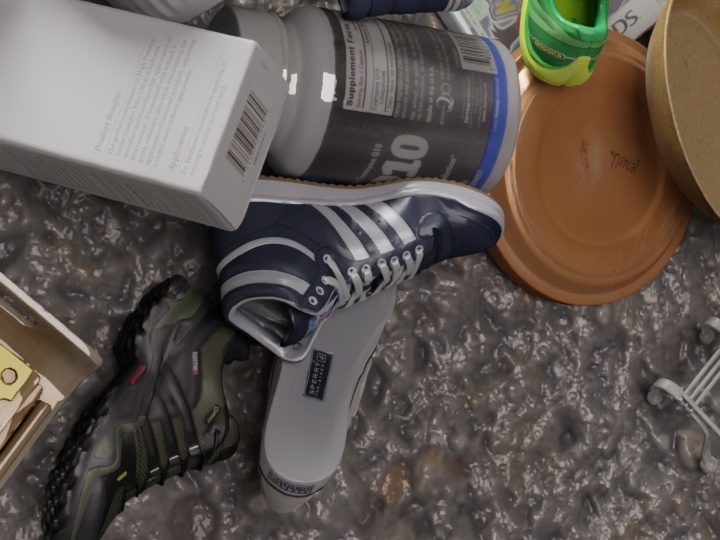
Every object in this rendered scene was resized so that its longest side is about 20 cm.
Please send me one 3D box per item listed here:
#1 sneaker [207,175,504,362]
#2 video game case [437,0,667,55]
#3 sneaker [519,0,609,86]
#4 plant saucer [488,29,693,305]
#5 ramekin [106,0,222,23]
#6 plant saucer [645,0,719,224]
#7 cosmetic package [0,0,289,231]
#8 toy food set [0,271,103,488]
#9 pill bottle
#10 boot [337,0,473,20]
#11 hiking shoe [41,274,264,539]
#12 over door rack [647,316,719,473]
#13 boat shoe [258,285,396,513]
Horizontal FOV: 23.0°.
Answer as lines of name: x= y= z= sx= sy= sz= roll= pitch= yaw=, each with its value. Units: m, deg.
sneaker: x=0.000 y=0.000 z=1.138 sx=0.198 sy=0.070 sz=0.109 roll=2 pitch=55 yaw=-10
video game case: x=0.126 y=-0.233 z=1.290 sx=0.182 sy=0.023 sz=0.201 roll=-39 pitch=102 yaw=-22
sneaker: x=0.142 y=-0.230 z=1.229 sx=0.073 sy=0.084 sz=0.202 roll=-3 pitch=72 yaw=-23
plant saucer: x=0.167 y=-0.075 z=1.276 sx=0.199 sy=0.032 sz=0.203 roll=-2 pitch=94 yaw=-30
ramekin: x=-0.101 y=-0.238 z=1.099 sx=0.203 sy=0.202 sz=0.094 roll=-49 pitch=116 yaw=-19
plant saucer: x=0.259 y=-0.120 z=1.301 sx=0.199 sy=0.035 sz=0.202 roll=18 pitch=67 yaw=-49
cosmetic package: x=-0.155 y=-0.101 z=1.068 sx=0.198 sy=0.074 sz=0.103 roll=16 pitch=77 yaw=20
toy food set: x=-0.266 y=0.090 z=1.065 sx=0.143 sy=0.060 sz=0.201 roll=40 pitch=72 yaw=-16
pill bottle: x=-0.004 y=-0.112 z=1.171 sx=0.198 sy=0.114 sz=0.115 roll=6 pitch=83 yaw=-23
boot: x=0.013 y=-0.262 z=1.137 sx=0.089 sy=0.073 sz=0.202 roll=-10 pitch=81 yaw=-19
hiking shoe: x=-0.126 y=0.107 z=1.118 sx=0.100 sy=0.076 sz=0.201 roll=30 pitch=74 yaw=-16
over door rack: x=0.328 y=0.109 z=1.321 sx=0.200 sy=0.067 sz=0.148 roll=42 pitch=70 yaw=6
boat shoe: x=-0.026 y=0.068 z=1.172 sx=0.071 sy=0.066 sz=0.202 roll=16 pitch=56 yaw=-8
